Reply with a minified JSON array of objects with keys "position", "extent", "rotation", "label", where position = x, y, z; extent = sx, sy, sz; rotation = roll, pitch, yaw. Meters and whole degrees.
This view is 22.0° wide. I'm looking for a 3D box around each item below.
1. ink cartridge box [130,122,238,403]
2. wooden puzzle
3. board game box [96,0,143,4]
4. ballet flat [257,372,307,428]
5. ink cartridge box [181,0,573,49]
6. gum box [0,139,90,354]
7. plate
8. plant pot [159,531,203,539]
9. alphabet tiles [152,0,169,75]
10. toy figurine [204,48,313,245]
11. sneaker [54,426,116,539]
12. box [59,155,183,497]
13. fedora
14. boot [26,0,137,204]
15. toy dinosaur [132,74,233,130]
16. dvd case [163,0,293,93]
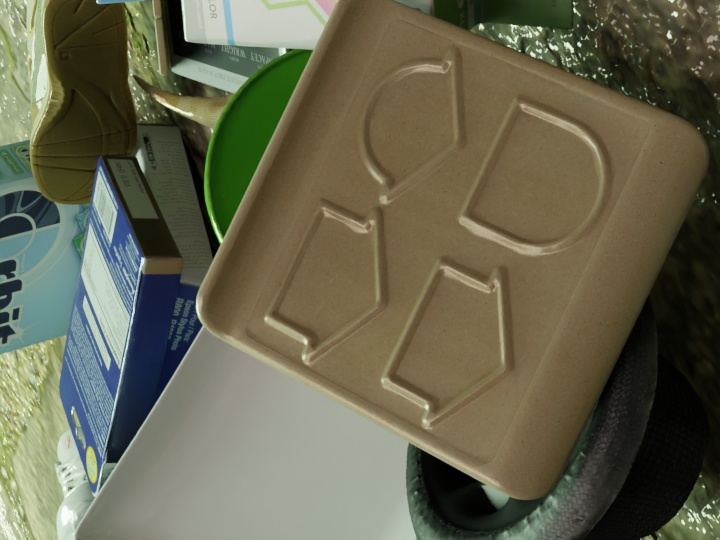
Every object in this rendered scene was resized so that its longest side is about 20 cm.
[{"position":[-0.145,0.037,1.293],"extent":[0.200,0.040,0.201],"rotation":[113,147,-43],"label":"ink cartridge box"},{"position":[0.043,-0.015,0.879],"extent":[0.199,0.046,0.186],"rotation":[26,91,23],"label":"wooden puzzle"},{"position":[-0.158,-0.288,1.127],"extent":[0.152,0.036,0.201],"rotation":[-101,6,-50],"label":"board game box"},{"position":[-0.002,0.123,1.171],"extent":[0.064,0.075,0.201],"rotation":[-37,75,22],"label":"ballet flat"},{"position":[0.004,-0.167,0.935],"extent":[0.198,0.059,0.105],"rotation":[7,115,24],"label":"ink cartridge box"},{"position":[-0.268,-0.011,1.356],"extent":[0.045,0.199,0.171],"rotation":[46,138,34],"label":"gum box"},{"position":[-0.046,0.129,1.118],"extent":[0.199,0.201,0.032],"rotation":[27,170,26],"label":"plate"},{"position":[-0.078,0.195,1.215],"extent":[0.135,0.200,0.200],"rotation":[-53,55,12],"label":"plant pot"},{"position":[-0.132,-0.227,1.155],"extent":[0.167,0.007,0.202],"rotation":[-118,22,-79],"label":"alphabet tiles"},{"position":[0.000,0.000,1.023],"extent":[0.184,0.149,0.202],"rotation":[91,166,-74],"label":"toy figurine"},{"position":[-0.197,0.161,1.361],"extent":[0.100,0.078,0.200],"rotation":[54,177,8],"label":"sneaker"},{"position":[-0.164,0.039,1.246],"extent":[0.121,0.032,0.201],"rotation":[-121,39,-48],"label":"box"},{"position":[0.107,0.082,0.932],"extent":[0.201,0.091,0.202],"rotation":[-46,30,37],"label":"fedora"},{"position":[-0.198,-0.161,1.275],"extent":[0.201,0.071,0.155],"rotation":[99,161,-44],"label":"boot"},{"position":[-0.069,-0.089,1.185],"extent":[0.199,0.058,0.102],"rotation":[1,90,50],"label":"toy dinosaur"},{"position":[-0.076,-0.201,1.061],"extent":[0.150,0.025,0.202],"rotation":[24,123,54],"label":"dvd case"}]
